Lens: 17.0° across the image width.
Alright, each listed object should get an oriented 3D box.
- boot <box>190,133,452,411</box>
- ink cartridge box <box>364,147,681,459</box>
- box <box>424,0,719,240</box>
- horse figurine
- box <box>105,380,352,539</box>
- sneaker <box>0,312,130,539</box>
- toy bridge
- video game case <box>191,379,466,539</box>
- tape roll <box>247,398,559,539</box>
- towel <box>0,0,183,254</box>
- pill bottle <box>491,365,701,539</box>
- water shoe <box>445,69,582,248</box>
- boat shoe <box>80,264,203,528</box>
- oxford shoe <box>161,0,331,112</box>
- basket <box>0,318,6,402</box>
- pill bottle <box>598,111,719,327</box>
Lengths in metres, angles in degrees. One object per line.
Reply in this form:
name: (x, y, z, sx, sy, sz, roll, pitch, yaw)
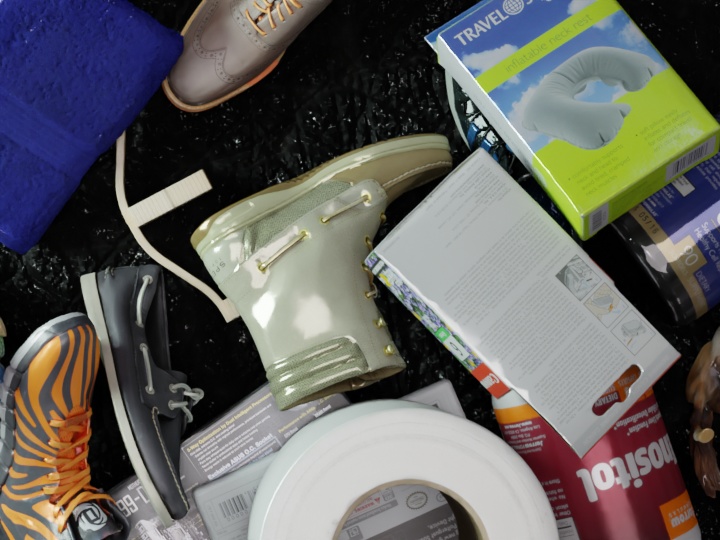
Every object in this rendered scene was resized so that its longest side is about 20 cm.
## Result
boot: (0.000, 0.000, 1.699, 0.200, 0.072, 0.155, -24, 78, -15)
ink cartridge box: (0.111, 0.026, 1.653, 0.109, 0.050, 0.200, -44, 88, -15)
box: (0.146, -0.133, 1.685, 0.122, 0.048, 0.200, -33, 67, -9)
horse figurine: (0.280, 0.060, 1.727, 0.050, 0.133, 0.200, 28, 101, -6)
box: (-0.071, 0.177, 1.727, 0.200, 0.050, 0.158, -35, 92, -3)
sneaker: (-0.197, 0.131, 1.658, 0.112, 0.078, 0.200, 41, 130, 32)
toy bridge: (-0.139, -0.051, 1.735, 0.067, 0.027, 0.200, -28, 91, -3)
video game case: (0.007, 0.198, 1.698, 0.200, 0.023, 0.182, -23, 92, -5)
tape roll: (0.026, 0.189, 1.619, 0.202, 0.139, 0.203, 0, 90, -6)
towel: (-0.236, -0.124, 1.686, 0.148, 0.050, 0.200, 34, 103, -30)
pill bottle: (0.175, 0.161, 1.713, 0.113, 0.113, 0.200, -19, 92, -4)
water shoe: (0.119, -0.082, 1.726, 0.071, 0.079, 0.200, -21, 91, -4)
boat shoe: (-0.144, 0.082, 1.686, 0.063, 0.073, 0.200, -17, 64, -4)
oxford shoe: (-0.065, -0.193, 1.717, 0.071, 0.073, 0.200, 45, 88, -3)
basket: (-0.314, 0.082, 1.650, 0.139, 0.176, 0.200, 0, 81, 4)
pill bottle: (0.274, -0.058, 1.720, 0.200, 0.112, 0.112, -36, 92, -3)
